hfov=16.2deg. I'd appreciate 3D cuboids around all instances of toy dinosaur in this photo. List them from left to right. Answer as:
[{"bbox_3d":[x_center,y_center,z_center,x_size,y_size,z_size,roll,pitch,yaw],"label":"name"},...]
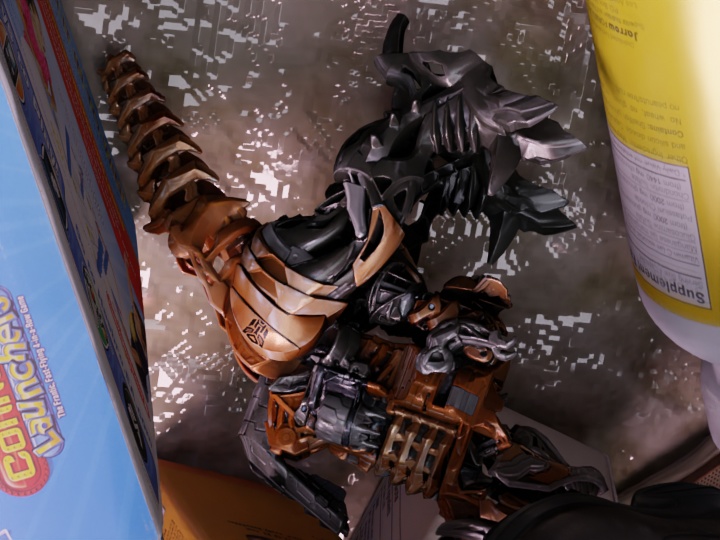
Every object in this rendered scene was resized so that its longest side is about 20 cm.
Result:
[{"bbox_3d":[0.000,0.000,0.779,0.200,0.102,0.136,44,81,-9],"label":"toy dinosaur"}]

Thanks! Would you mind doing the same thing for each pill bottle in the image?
[{"bbox_3d":[0.135,-0.039,0.795,0.111,0.112,0.201,-15,117,-1],"label":"pill bottle"}]

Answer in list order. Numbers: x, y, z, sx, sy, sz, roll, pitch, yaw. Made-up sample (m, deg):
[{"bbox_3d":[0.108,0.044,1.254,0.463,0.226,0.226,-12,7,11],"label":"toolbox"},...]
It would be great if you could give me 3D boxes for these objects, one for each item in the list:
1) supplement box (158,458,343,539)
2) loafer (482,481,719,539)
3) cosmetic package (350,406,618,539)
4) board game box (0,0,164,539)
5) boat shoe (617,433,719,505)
[{"bbox_3d":[-0.033,0.115,0.792,0.066,0.200,0.069,15,93,-15],"label":"supplement box"},{"bbox_3d":[0.085,0.104,0.729,0.072,0.199,0.073,18,108,32],"label":"loafer"},{"bbox_3d":[0.014,0.151,0.871,0.071,0.105,0.201,25,112,-8],"label":"cosmetic package"},{"bbox_3d":[-0.113,-0.048,0.706,0.055,0.196,0.201,-16,117,0],"label":"board game box"},{"bbox_3d":[0.123,0.111,0.889,0.076,0.072,0.200,35,106,-22],"label":"boat shoe"}]
